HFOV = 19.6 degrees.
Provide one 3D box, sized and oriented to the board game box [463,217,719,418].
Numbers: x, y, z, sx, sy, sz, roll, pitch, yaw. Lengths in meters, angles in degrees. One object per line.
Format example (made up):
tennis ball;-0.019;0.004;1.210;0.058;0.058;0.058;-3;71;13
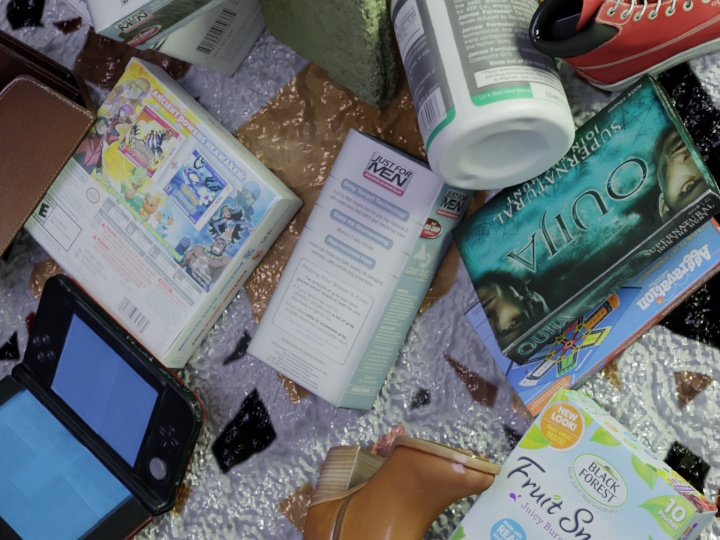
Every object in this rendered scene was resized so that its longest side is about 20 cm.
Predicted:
board game box;0.180;0.011;1.574;0.200;0.019;0.103;-41;65;18

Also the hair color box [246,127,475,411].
hair color box;0.000;0.000;1.651;0.099;0.061;0.200;29;99;28

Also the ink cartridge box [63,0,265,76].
ink cartridge box;-0.143;-0.254;1.682;0.084;0.200;0.145;41;103;26

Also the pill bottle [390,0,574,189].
pill bottle;0.086;-0.172;1.583;0.113;0.113;0.200;-25;61;24

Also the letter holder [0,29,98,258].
letter holder;-0.344;-0.104;1.790;0.200;0.142;0.101;-53;27;13

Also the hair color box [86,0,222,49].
hair color box;-0.167;-0.277;1.540;0.099;0.061;0.200;-27;69;24

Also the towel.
towel;-0.032;-0.220;1.632;0.148;0.200;0.036;38;69;27

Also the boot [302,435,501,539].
boot;0.026;0.209;1.571;0.200;0.074;0.155;-15;58;55

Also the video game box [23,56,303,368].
video game box;-0.171;-0.049;1.760;0.200;0.047;0.182;44;107;25

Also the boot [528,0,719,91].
boot;0.225;-0.203;1.505;0.200;0.144;0.072;-30;69;21

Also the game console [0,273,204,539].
game console;-0.250;0.132;1.733;0.200;0.119;0.173;40;128;26

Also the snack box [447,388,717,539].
snack box;0.148;0.209;1.547;0.142;0.053;0.200;42;105;26

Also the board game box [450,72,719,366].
board game box;0.166;-0.038;1.554;0.200;0.028;0.135;-40;44;20
